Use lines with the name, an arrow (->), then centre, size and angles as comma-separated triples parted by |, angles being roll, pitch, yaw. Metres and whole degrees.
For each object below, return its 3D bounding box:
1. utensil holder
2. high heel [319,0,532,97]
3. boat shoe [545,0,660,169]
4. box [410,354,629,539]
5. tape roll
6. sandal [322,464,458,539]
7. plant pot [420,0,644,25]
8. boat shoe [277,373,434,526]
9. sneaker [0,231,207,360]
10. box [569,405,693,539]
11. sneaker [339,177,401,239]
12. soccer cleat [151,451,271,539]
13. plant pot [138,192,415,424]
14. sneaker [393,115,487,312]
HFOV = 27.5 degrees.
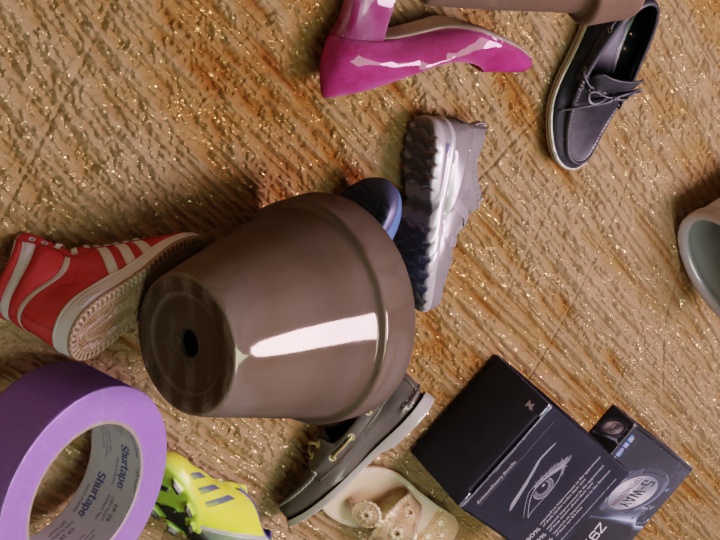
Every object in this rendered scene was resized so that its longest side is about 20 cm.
utensil holder -> 0.480, -0.041, 1.614 | 0.200, 0.170, 0.170 | -33, 133, -14
high heel -> 0.058, -0.177, 1.284 | 0.199, 0.067, 0.096 | 10, 103, -34
boat shoe -> 0.234, -0.184, 1.415 | 0.074, 0.062, 0.201 | -2, 122, -36
box -> 0.177, 0.210, 1.612 | 0.148, 0.104, 0.200 | -47, 134, 2
tape roll -> -0.257, 0.182, 1.262 | 0.200, 0.065, 0.201 | -37, 137, -44
sandal -> 0.048, 0.272, 1.587 | 0.211, 0.070, 0.078 | 29, 100, -44
plant pot -> 0.124, -0.290, 1.197 | 0.174, 0.201, 0.201 | -11, 127, -6
boat shoe -> -0.015, 0.177, 1.485 | 0.060, 0.072, 0.202 | 45, 104, -5
sneaker -> -0.220, 0.002, 1.226 | 0.200, 0.112, 0.072 | -34, 140, -55
box -> 0.293, 0.277, 1.783 | 0.200, 0.044, 0.160 | -50, 134, 3
sneaker -> 0.000, 0.000, 1.370 | 0.082, 0.074, 0.201 | -1, 127, -37
soccer cleat -> -0.148, 0.229, 1.438 | 0.084, 0.064, 0.200 | -58, 137, -31
plant pot -> -0.082, 0.044, 1.222 | 0.173, 0.200, 0.201 | -13, 128, -48
sneaker -> 0.082, -0.050, 1.387 | 0.082, 0.075, 0.201 | -9, 123, -29
